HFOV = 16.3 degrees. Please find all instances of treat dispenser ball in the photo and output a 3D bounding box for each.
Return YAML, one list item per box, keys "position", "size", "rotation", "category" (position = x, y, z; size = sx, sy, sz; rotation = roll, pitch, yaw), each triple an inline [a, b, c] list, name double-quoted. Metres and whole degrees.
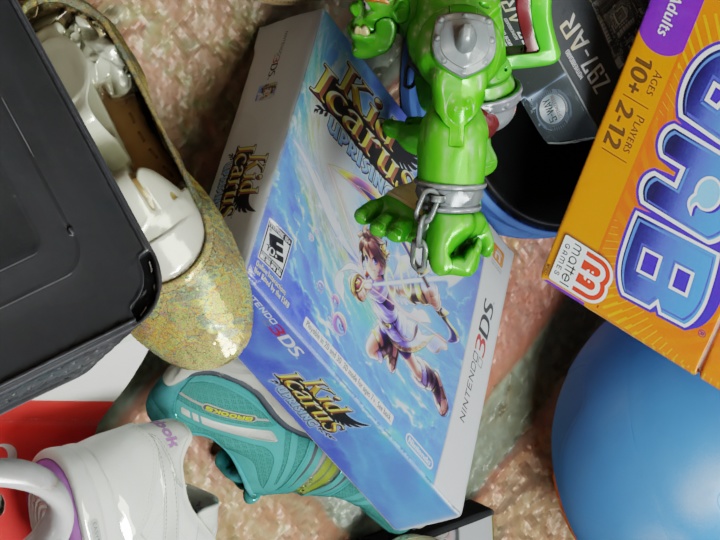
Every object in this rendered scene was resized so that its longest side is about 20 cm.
- position: [0.207, 0.102, 1.418]
  size: [0.201, 0.201, 0.201]
  rotation: [-11, 109, -36]
  category: "treat dispenser ball"

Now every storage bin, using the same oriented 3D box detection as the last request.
- position: [-0.192, -0.034, 1.076]
  size: [0.135, 0.094, 0.200]
  rotation: [-27, 85, -26]
  category: "storage bin"

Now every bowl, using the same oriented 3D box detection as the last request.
- position: [0.112, -0.114, 1.390]
  size: [0.200, 0.039, 0.201]
  rotation: [-11, 109, -36]
  category: "bowl"

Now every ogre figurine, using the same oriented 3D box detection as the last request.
- position: [0.044, -0.092, 1.208]
  size: [0.200, 0.098, 0.120]
  rotation: [-52, 151, -57]
  category: "ogre figurine"

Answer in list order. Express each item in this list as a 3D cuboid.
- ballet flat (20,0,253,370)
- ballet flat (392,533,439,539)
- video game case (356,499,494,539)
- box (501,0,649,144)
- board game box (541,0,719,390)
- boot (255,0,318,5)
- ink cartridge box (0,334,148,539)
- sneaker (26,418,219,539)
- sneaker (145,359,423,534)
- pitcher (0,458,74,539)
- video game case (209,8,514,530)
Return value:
- position: [-0.111, -0.045, 1.147]
  size: [0.071, 0.200, 0.071]
  rotation: [-23, 157, -10]
  category: "ballet flat"
- position: [-0.010, 0.225, 1.338]
  size: [0.067, 0.062, 0.200]
  rotation: [44, 75, -36]
  category: "ballet flat"
- position: [-0.003, 0.241, 1.403]
  size: [0.200, 0.025, 0.181]
  rotation: [-16, 112, -34]
  category: "video game case"
- position: [0.109, -0.191, 1.311]
  size: [0.160, 0.044, 0.200]
  rotation: [-46, 115, -33]
  category: "box"
- position: [0.250, -0.059, 1.305]
  size: [0.200, 0.200, 0.200]
  rotation: [-35, 152, -49]
  category: "board game box"
- position: [-0.019, -0.159, 1.210]
  size: [0.200, 0.138, 0.078]
  rotation: [-9, 106, -38]
  category: "boot"
- position: [-0.176, 0.044, 1.202]
  size: [0.161, 0.050, 0.200]
  rotation: [3, 98, -38]
  category: "ink cartridge box"
- position: [-0.105, 0.166, 1.261]
  size: [0.100, 0.075, 0.200]
  rotation: [-24, 125, -31]
  category: "sneaker"
- position: [-0.035, 0.087, 1.321]
  size: [0.080, 0.078, 0.200]
  rotation: [-40, 133, 12]
  category: "sneaker"
- position: [-0.238, 0.122, 1.119]
  size: [0.172, 0.121, 0.200]
  rotation: [-47, 132, 2]
  category: "pitcher"
- position: [0.000, 0.000, 1.273]
  size: [0.200, 0.045, 0.181]
  rotation: [50, 38, -35]
  category: "video game case"
